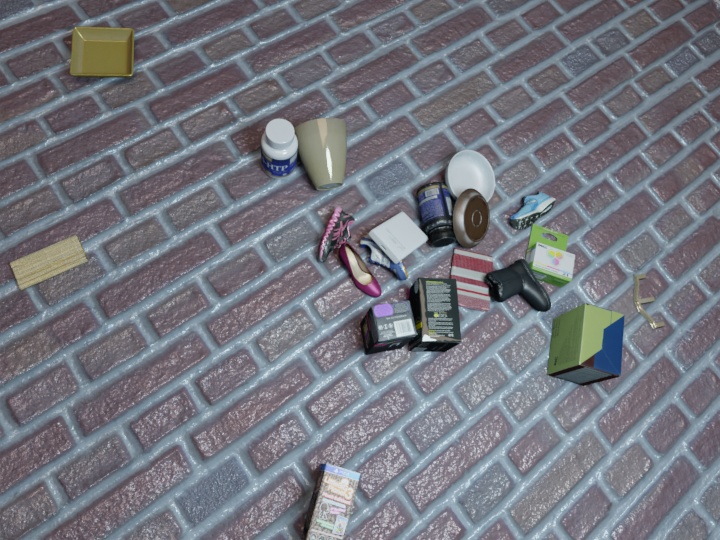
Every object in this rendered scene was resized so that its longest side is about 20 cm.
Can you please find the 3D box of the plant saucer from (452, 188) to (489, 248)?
[{"bbox_3d":[0.381,-0.175,1.793,0.199,0.032,0.202,-7,100,-43],"label":"plant saucer"}]

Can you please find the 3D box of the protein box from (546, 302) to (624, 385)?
[{"bbox_3d":[0.706,0.237,1.679,0.134,0.200,0.200,17,69,-4],"label":"protein box"}]

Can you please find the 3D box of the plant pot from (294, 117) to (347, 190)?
[{"bbox_3d":[-0.121,-0.377,1.776,0.185,0.187,0.202,-9,86,-13],"label":"plant pot"}]

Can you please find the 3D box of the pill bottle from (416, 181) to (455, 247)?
[{"bbox_3d":[0.259,-0.187,1.798,0.111,0.112,0.202,-5,72,-12],"label":"pill bottle"}]

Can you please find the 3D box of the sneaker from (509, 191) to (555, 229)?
[{"bbox_3d":[0.598,-0.218,1.903,0.199,0.079,0.090,-30,61,-23],"label":"sneaker"}]

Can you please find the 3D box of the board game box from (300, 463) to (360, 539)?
[{"bbox_3d":[-0.081,0.630,1.422,0.096,0.160,0.202,17,68,-3],"label":"board game box"}]

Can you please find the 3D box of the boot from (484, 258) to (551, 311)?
[{"bbox_3d":[0.514,0.073,1.757,0.167,0.076,0.201,-24,79,-24],"label":"boot"}]

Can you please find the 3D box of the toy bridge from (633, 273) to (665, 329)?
[{"bbox_3d":[0.997,0.107,1.870,0.067,0.027,0.202,-9,72,-12],"label":"toy bridge"}]

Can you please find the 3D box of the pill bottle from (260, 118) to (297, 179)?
[{"bbox_3d":[-0.264,-0.396,1.732,0.118,0.200,0.121,3,70,-8],"label":"pill bottle"}]

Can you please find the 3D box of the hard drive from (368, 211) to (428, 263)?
[{"bbox_3d":[0.127,-0.111,1.745,0.132,0.027,0.200,47,42,7],"label":"hard drive"}]

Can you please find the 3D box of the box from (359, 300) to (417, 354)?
[{"bbox_3d":[0.079,0.174,1.590,0.121,0.200,0.107,-8,72,-12],"label":"box"}]

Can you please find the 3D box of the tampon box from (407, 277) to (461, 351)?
[{"bbox_3d":[0.223,0.139,1.655,0.125,0.150,0.202,3,70,-10],"label":"tampon box"}]

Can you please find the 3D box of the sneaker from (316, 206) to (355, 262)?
[{"bbox_3d":[-0.076,-0.109,1.738,0.095,0.079,0.201,27,69,-12],"label":"sneaker"}]

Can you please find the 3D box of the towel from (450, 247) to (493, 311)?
[{"bbox_3d":[0.370,0.030,1.790,0.143,0.023,0.202,13,68,-5],"label":"towel"}]

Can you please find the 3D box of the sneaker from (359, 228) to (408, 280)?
[{"bbox_3d":[0.075,-0.037,1.744,0.088,0.075,0.201,-35,74,-6],"label":"sneaker"}]

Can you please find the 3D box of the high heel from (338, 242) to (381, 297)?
[{"bbox_3d":[0.000,0.000,1.694,0.200,0.096,0.067,44,69,7],"label":"high heel"}]

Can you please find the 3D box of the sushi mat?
[{"bbox_3d":[-0.923,-0.026,1.584,0.199,0.012,0.096,-28,77,-18],"label":"sushi mat"}]

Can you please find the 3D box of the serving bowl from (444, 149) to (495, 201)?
[{"bbox_3d":[0.374,-0.317,1.877,0.198,0.066,0.202,3,83,-24],"label":"serving bowl"}]

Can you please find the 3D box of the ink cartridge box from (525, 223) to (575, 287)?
[{"bbox_3d":[0.657,-0.064,1.842,0.146,0.076,0.202,17,71,-4],"label":"ink cartridge box"}]

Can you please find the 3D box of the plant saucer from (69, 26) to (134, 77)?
[{"bbox_3d":[-0.876,-0.736,1.826,0.198,0.049,0.202,-3,71,-11],"label":"plant saucer"}]
